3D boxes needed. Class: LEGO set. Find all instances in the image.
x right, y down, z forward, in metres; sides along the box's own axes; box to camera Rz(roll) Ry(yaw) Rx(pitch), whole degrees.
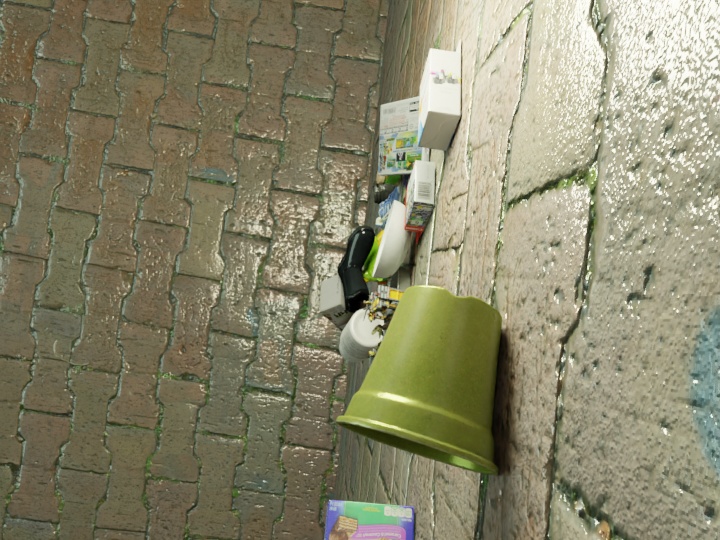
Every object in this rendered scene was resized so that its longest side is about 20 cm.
[{"bbox_3d":[0.051,0.121,1.479,0.200,0.114,0.156,144,136,-68],"label":"LEGO set"}]

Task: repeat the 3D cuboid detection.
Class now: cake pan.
[{"bbox_3d":[0.099,0.082,1.674,0.200,0.036,0.204,-173,90,-87],"label":"cake pan"}]

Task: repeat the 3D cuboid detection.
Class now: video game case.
[{"bbox_3d":[0.109,-0.335,1.605,0.199,0.022,0.185,10,99,57],"label":"video game case"},{"bbox_3d":[0.137,-0.260,1.707,0.181,0.035,0.203,-103,21,-79],"label":"video game case"}]

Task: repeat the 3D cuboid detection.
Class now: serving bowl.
[{"bbox_3d":[0.087,-0.071,1.600,0.200,0.065,0.203,-164,90,-88],"label":"serving bowl"}]

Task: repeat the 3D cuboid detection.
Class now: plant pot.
[{"bbox_3d":[0.090,0.127,0.781,0.201,0.198,0.187,109,179,-72],"label":"plant pot"}]

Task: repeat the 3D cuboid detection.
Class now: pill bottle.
[{"bbox_3d":[0.002,0.194,1.822,0.200,0.113,0.116,121,157,-62],"label":"pill bottle"}]

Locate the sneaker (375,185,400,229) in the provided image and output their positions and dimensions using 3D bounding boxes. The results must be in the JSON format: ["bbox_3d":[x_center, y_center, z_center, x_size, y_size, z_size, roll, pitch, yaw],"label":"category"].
[{"bbox_3d":[0.095,-0.187,1.917,0.201,0.076,0.076,103,174,-50],"label":"sneaker"}]

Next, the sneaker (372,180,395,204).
[{"bbox_3d":[0.090,-0.277,1.991,0.071,0.098,0.202,-85,5,-49],"label":"sneaker"}]

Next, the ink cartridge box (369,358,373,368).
[{"bbox_3d":[0.076,0.208,1.862,0.163,0.056,0.202,-91,23,-66],"label":"ink cartridge box"}]

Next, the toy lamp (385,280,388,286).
[{"bbox_3d":[0.073,0.044,1.991,0.058,0.057,0.203,131,144,-83],"label":"toy lamp"}]

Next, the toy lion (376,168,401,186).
[{"bbox_3d":[0.103,-0.342,1.713,0.192,0.068,0.203,163,114,-77],"label":"toy lion"}]

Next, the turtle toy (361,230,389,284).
[{"bbox_3d":[0.066,-0.043,1.886,0.146,0.100,0.202,-45,31,40],"label":"turtle toy"}]

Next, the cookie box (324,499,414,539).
[{"bbox_3d":[0.012,0.545,1.191,0.075,0.168,0.203,98,177,-65],"label":"cookie box"}]

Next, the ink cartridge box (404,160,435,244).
[{"bbox_3d":[0.132,-0.155,1.495,0.201,0.050,0.110,106,170,-65],"label":"ink cartridge box"}]

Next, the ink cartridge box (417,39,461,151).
[{"bbox_3d":[0.160,-0.363,1.297,0.115,0.067,0.203,105,171,-63],"label":"ink cartridge box"}]

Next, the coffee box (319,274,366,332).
[{"bbox_3d":[-0.036,0.118,1.934,0.200,0.079,0.114,46,-147,-41],"label":"coffee box"}]

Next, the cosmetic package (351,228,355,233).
[{"bbox_3d":[0.001,-0.093,2.947,0.201,0.111,0.082,105,171,-53],"label":"cosmetic package"}]

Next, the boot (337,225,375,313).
[{"bbox_3d":[0.000,0.000,1.780,0.201,0.075,0.169,-60,32,36],"label":"boot"}]
